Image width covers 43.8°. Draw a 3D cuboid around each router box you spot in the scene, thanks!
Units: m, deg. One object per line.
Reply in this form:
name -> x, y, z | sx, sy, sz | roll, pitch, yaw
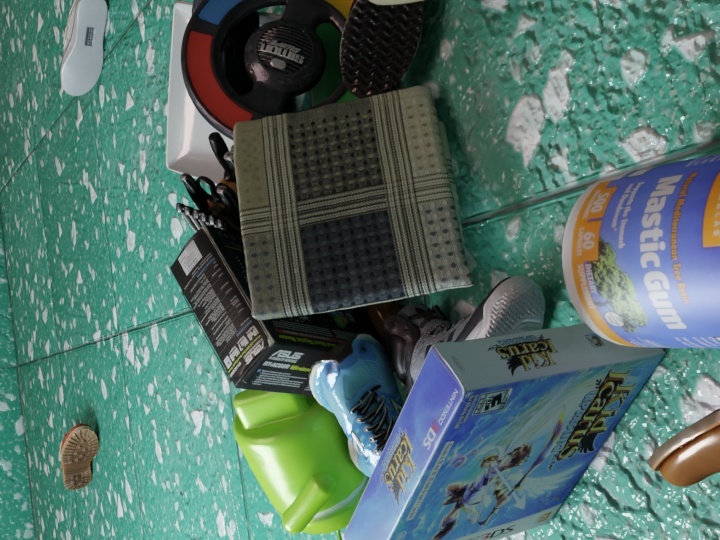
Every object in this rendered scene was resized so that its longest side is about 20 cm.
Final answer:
router box -> -0.068, 0.046, 0.864 | 0.062, 0.200, 0.150 | -48, 56, 19

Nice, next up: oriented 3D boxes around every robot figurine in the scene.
robot figurine -> -0.056, 0.185, 0.922 | 0.176, 0.115, 0.200 | -82, -29, -62

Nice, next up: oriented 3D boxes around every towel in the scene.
towel -> -0.011, -0.061, 0.782 | 0.035, 0.192, 0.200 | 69, -168, -67

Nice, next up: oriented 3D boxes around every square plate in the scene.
square plate -> -0.152, -0.195, 1.015 | 0.198, 0.028, 0.201 | 21, 112, 40

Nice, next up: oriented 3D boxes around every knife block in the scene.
knife block -> -0.114, -0.067, 0.947 | 0.064, 0.200, 0.176 | 21, 110, 22

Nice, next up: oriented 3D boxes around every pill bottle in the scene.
pill bottle -> 0.219, -0.013, 0.495 | 0.200, 0.112, 0.112 | -8, 88, 59

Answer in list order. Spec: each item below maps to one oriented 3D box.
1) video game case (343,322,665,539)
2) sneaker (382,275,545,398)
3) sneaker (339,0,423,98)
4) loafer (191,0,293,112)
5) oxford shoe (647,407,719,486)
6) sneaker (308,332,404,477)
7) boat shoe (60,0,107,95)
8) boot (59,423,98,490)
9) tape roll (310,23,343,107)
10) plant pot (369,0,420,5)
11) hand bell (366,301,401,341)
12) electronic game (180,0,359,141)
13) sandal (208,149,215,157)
video game case -> 0.100, 0.127, 0.640 | 0.045, 0.181, 0.200 | 54, 137, 38
sneaker -> 0.077, 0.056, 0.763 | 0.114, 0.075, 0.200 | 56, 141, 34
sneaker -> 0.026, -0.259, 0.818 | 0.090, 0.070, 0.201 | -81, -1, -69
loafer -> -0.125, -0.203, 0.929 | 0.072, 0.073, 0.200 | -40, 63, 54
oxford shoe -> 0.247, 0.098, 0.509 | 0.200, 0.071, 0.071 | -42, 65, 51
sneaker -> 0.022, 0.138, 0.816 | 0.090, 0.078, 0.200 | 40, 161, 48
boat shoe -> -0.513, -0.423, 1.646 | 0.066, 0.072, 0.200 | 54, 136, 46
boot -> -0.612, 0.373, 1.919 | 0.107, 0.075, 0.200 | 65, 144, 37
tape roll -> -0.068, -0.174, 0.990 | 0.200, 0.048, 0.201 | 15, 107, 56
plant pot -> 0.076, -0.294, 0.639 | 0.134, 0.200, 0.201 | 8, 103, 26
hand bell -> 0.000, 0.000, 0.893 | 0.200, 0.104, 0.104 | 60, 142, 16
electronic game -> -0.073, -0.206, 0.864 | 0.042, 0.199, 0.200 | 104, 152, -72
sandal -> -0.156, -0.175, 1.125 | 0.055, 0.082, 0.200 | -50, 42, 21
